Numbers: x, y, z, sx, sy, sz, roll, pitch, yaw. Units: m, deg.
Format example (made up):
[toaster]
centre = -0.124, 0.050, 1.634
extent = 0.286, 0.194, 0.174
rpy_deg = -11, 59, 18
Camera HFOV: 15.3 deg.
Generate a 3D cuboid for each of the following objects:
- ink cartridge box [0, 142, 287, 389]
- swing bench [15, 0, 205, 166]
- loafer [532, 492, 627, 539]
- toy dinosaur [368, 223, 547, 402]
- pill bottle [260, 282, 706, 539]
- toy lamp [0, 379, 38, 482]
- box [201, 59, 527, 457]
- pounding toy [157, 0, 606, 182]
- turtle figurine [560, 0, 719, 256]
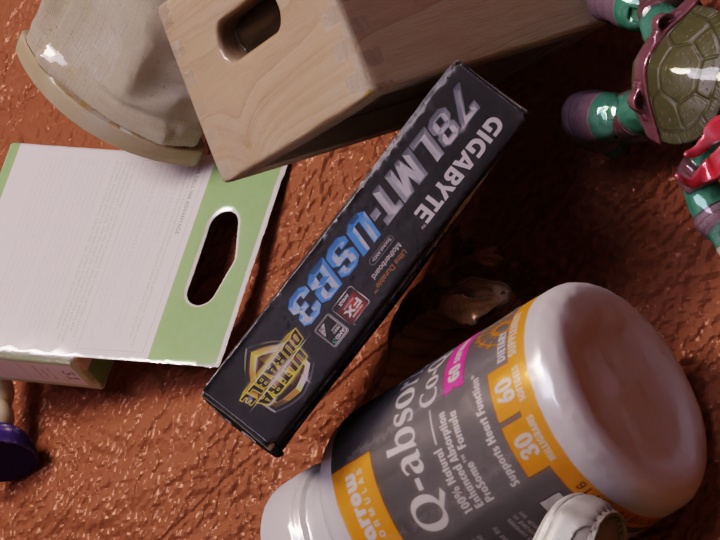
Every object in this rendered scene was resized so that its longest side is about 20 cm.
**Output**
[ink cartridge box]
centre = -0.141, -0.002, 1.596
extent = 0.199, 0.048, 0.146
rpy_deg = 5, 63, 26
[swing bench]
centre = -0.116, -0.206, 1.560
extent = 0.201, 0.129, 0.199
rpy_deg = -88, 20, -44
[loafer]
centre = 0.100, 0.197, 1.151
extent = 0.070, 0.070, 0.201
rpy_deg = 6, 96, 34
[toy dinosaur]
centre = 0.032, 0.032, 1.352
extent = 0.106, 0.060, 0.200
rpy_deg = -40, -10, -30
[pill bottle]
centre = 0.054, 0.099, 1.251
extent = 0.200, 0.116, 0.117
rpy_deg = -34, 45, 32
[toy lamp]
centre = -0.227, 0.035, 1.679
extent = 0.058, 0.058, 0.201
rpy_deg = -30, 48, 35
[box]
centre = 0.000, 0.000, 1.323
extent = 0.200, 0.050, 0.199
rpy_deg = -53, -3, -5
[pounding toy]
centre = -0.019, -0.140, 1.377
extent = 0.200, 0.184, 0.143
rpy_deg = -26, 84, 56
[turtle figurine]
centre = 0.170, -0.087, 1.253
extent = 0.200, 0.100, 0.150
rpy_deg = 25, 88, 59
